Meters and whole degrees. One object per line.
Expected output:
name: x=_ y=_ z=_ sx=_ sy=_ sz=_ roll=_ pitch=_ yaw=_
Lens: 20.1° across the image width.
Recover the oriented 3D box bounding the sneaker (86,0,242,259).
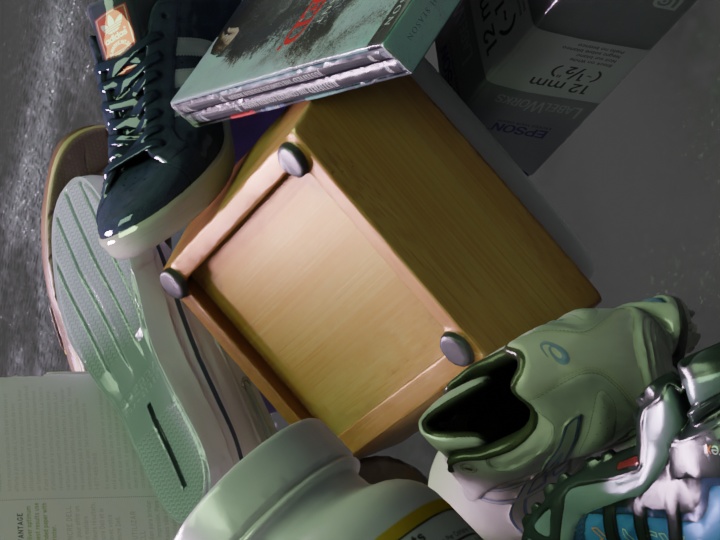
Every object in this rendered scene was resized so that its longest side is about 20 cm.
sneaker: x=-0.104 y=-0.089 z=0.982 sx=0.075 sy=0.085 sz=0.200 roll=-24 pitch=31 yaw=23

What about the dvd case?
dvd case: x=0.002 y=-0.132 z=0.874 sx=0.146 sy=0.022 sz=0.200 roll=-57 pitch=24 yaw=-18

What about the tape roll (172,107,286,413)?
tape roll: x=-0.076 y=-0.017 z=1.132 sx=0.200 sy=0.065 sz=0.201 roll=167 pitch=90 yaw=-68

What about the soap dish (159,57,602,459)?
soap dish: x=0.000 y=0.000 z=0.934 sx=0.157 sy=0.081 sz=0.200 roll=49 pitch=146 yaw=0

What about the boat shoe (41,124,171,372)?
boat shoe: x=-0.145 y=0.014 z=1.135 sx=0.068 sy=0.072 sz=0.201 roll=29 pitch=131 yaw=59

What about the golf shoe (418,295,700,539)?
golf shoe: x=0.059 y=0.064 z=0.857 sx=0.200 sy=0.097 sz=0.079 roll=131 pitch=134 yaw=-53

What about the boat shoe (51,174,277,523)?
boat shoe: x=-0.098 y=0.041 z=1.044 sx=0.074 sy=0.067 sz=0.201 roll=-40 pitch=63 yaw=39

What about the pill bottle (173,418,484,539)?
pill bottle: x=0.020 y=0.157 z=0.799 sx=0.200 sy=0.112 sz=0.113 roll=45 pitch=133 yaw=16

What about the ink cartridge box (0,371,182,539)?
ink cartridge box: x=-0.164 y=0.132 z=1.043 sx=0.076 sy=0.199 sz=0.148 roll=110 pitch=156 yaw=-53

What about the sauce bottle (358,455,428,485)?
sauce bottle: x=-0.024 y=0.165 z=1.049 sx=0.200 sy=0.066 sz=0.066 roll=129 pitch=140 yaw=-51

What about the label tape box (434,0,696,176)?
label tape box: x=0.070 y=-0.137 z=0.919 sx=0.200 sy=0.066 sz=0.144 roll=-46 pitch=43 yaw=50

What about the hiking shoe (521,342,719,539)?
hiking shoe: x=0.119 y=0.100 z=0.750 sx=0.087 sy=0.074 sz=0.200 roll=62 pitch=153 yaw=21
